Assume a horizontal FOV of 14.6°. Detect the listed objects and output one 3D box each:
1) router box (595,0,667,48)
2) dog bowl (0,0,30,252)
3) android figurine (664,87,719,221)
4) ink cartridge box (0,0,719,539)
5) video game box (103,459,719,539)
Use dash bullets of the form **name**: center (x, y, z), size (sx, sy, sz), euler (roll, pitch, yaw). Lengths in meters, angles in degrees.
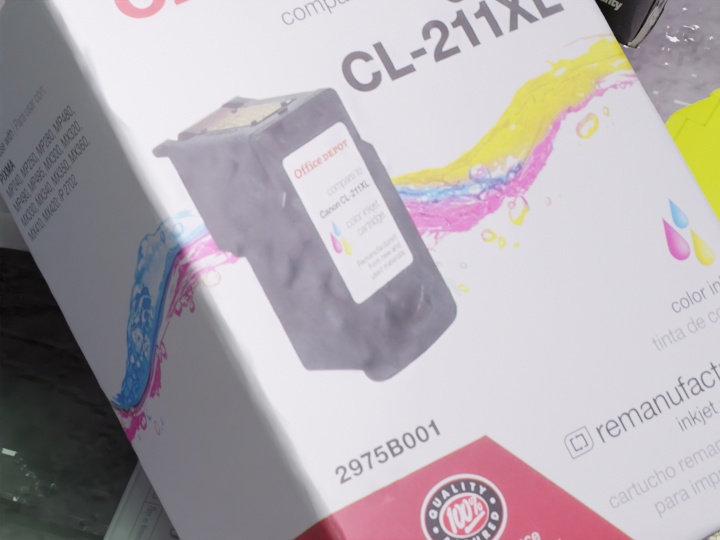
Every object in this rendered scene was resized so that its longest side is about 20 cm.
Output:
- **router box**: center (0.022, -0.162, 0.943), size (0.199, 0.062, 0.150), euler (25, 23, -2)
- **dog bowl**: center (-0.072, -0.070, 0.854), size (0.199, 0.059, 0.200), euler (4, 25, -2)
- **android figurine**: center (0.163, 0.006, 0.882), size (0.199, 0.041, 0.182), euler (24, 48, 11)
- **ink cartridge box**: center (0.007, -0.001, 0.719), size (0.145, 0.083, 0.201), euler (-25, 81, -28)
- **video game box**: center (0.009, 0.124, 0.741), size (0.181, 0.047, 0.201), euler (15, 46, 8)
